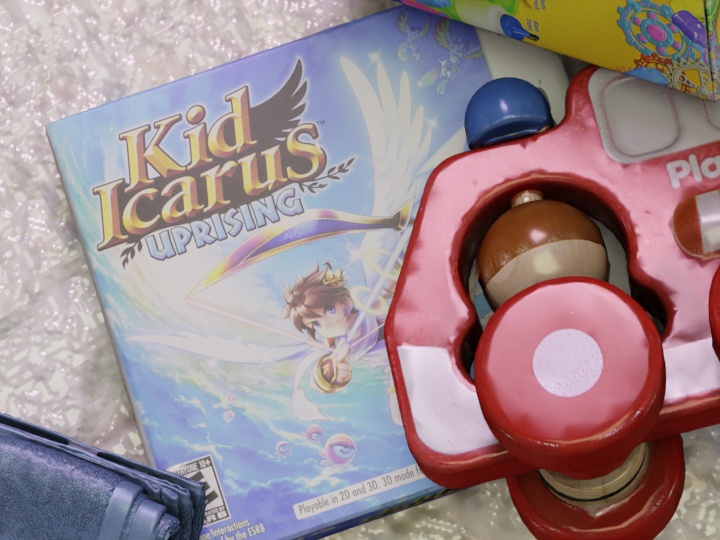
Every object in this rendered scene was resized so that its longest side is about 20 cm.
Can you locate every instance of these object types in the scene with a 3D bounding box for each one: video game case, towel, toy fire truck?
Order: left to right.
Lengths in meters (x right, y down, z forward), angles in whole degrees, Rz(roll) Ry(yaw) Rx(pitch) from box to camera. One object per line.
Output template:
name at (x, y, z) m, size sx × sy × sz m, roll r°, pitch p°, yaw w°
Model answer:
towel at (-0.162, 0.100, 1.037) m, size 0.199 × 0.049 × 0.112 m, roll 19°, pitch 103°, yaw 10°
video game case at (0.000, 0.000, 1.065) m, size 0.199 × 0.045 × 0.182 m, roll -19°, pitch 80°, yaw -2°
toy fire truck at (0.105, -0.002, 0.990) m, size 0.199 × 0.112 × 0.169 m, roll -14°, pitch 63°, yaw 5°

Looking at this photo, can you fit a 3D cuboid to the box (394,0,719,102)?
box at (0.062, -0.192, 0.975) m, size 0.192 × 0.201 × 0.122 m, roll 21°, pitch 55°, yaw 27°
